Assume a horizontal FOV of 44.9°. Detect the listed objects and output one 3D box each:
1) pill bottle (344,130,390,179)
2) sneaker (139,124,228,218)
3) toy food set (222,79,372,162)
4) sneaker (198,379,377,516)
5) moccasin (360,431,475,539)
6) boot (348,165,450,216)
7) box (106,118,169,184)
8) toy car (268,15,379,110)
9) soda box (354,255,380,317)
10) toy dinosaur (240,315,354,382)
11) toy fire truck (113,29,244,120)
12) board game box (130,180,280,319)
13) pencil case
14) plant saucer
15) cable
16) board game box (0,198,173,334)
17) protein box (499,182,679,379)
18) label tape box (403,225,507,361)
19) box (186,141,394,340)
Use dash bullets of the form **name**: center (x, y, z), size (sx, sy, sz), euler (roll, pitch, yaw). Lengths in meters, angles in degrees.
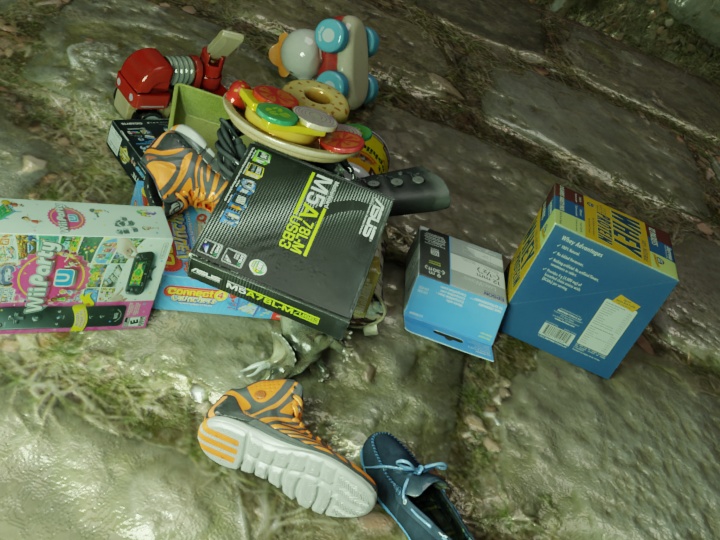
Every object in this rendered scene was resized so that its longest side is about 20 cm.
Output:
- **pill bottle**: center (-0.019, -0.143, 1.384), size (0.109, 0.110, 0.200), euler (23, 33, -3)
- **sneaker**: center (-0.204, -0.088, 1.130), size (0.200, 0.078, 0.112), euler (40, 56, -1)
- **toy food set**: center (-0.080, -0.199, 1.133), size (0.199, 0.049, 0.198), euler (3, 33, -35)
- **sneaker**: center (-0.063, 0.176, 0.929), size (0.199, 0.078, 0.112), euler (27, 34, 3)
- **moccasin**: center (0.074, 0.246, 0.943), size (0.080, 0.068, 0.200), euler (-8, 45, -40)
- **boot**: center (0.039, -0.084, 1.229), size (0.199, 0.066, 0.165), euler (-6, 44, -27)
- **box**: center (-0.260, -0.170, 1.322), size (0.199, 0.046, 0.159), euler (-9, 46, -41)
- **toy car**: center (-0.087, -0.403, 1.700), size (0.198, 0.178, 0.184), euler (5, 12, 23)
- **soda box**: center (-0.077, -0.010, 1.081), size (0.199, 0.064, 0.068), euler (19, 17, -6)
- **toy dinosaur**: center (-0.064, 0.069, 1.073), size (0.102, 0.077, 0.201), euler (36, 42, -21)
- **toy fire truck**: center (-0.274, -0.310, 1.366), size (0.175, 0.201, 0.129), euler (-8, 45, -40)
- **board game box**: center (-0.198, -0.028, 1.157), size (0.194, 0.056, 0.201), euler (7, 37, -26)
- **pencil case**: center (0.000, 0.000, 1.230), size (0.077, 0.090, 0.201), euler (-5, 34, 6)
- **plant saucer**: center (-0.190, -0.179, 1.285), size (0.198, 0.048, 0.201), euler (16, 37, -19)
- **cable**: center (-0.111, -0.135, 1.138), size (0.199, 0.051, 0.163), euler (34, 46, 5)
- **board game box**: center (-0.324, -0.002, 0.958), size (0.199, 0.148, 0.064), euler (1, 42, -32)
- **protein box**: center (0.333, 0.016, 1.308), size (0.197, 0.201, 0.135), euler (24, 33, -2)
- **label tape box**: center (0.141, 0.030, 1.289), size (0.142, 0.066, 0.201), euler (20, 32, -8)
- **box**: center (-0.076, -0.040, 1.017), size (0.192, 0.048, 0.201), euler (22, 52, 0)
